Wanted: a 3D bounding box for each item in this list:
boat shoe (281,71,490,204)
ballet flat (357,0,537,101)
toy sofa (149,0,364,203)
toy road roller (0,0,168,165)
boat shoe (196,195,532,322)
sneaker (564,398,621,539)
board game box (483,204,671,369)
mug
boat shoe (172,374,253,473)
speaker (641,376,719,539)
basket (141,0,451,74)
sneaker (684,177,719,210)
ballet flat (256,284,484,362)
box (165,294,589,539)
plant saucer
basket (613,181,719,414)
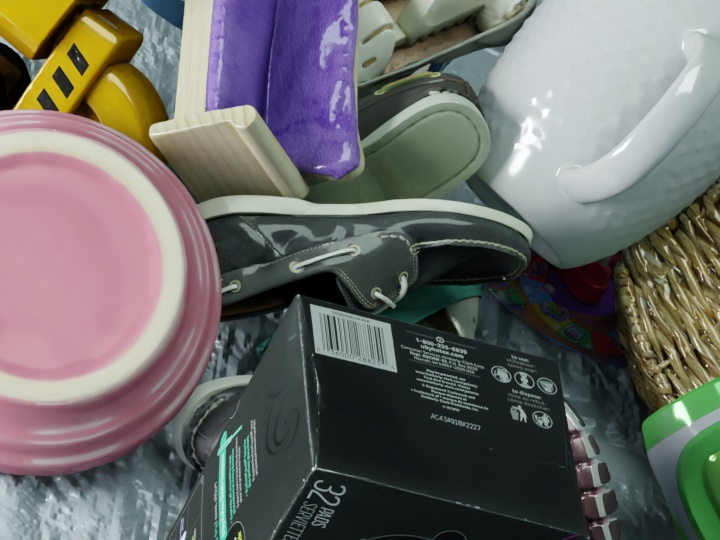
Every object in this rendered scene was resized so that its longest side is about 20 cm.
[{"bbox_3d":[-0.019,-0.048,1.709,0.072,0.200,0.061,59,10,-27],"label":"boat shoe"},{"bbox_3d":[0.019,-0.144,1.732,0.199,0.064,0.068,-23,71,-24],"label":"ballet flat"},{"bbox_3d":[-0.053,-0.141,1.666,0.097,0.083,0.201,-9,57,19],"label":"toy sofa"},{"bbox_3d":[-0.153,-0.119,1.669,0.146,0.200,0.123,36,6,-1],"label":"toy road roller"},{"bbox_3d":[0.000,0.000,1.653,0.199,0.072,0.068,0,63,-14],"label":"boat shoe"},{"bbox_3d":[0.082,0.153,1.555,0.115,0.076,0.201,-22,88,-48],"label":"sneaker"},{"bbox_3d":[0.156,-0.022,1.882,0.157,0.039,0.200,26,38,-5],"label":"board game box"},{"bbox_3d":[0.152,-0.092,1.714,0.148,0.175,0.200,45,-4,-12],"label":"mug"},{"bbox_3d":[-0.001,0.080,1.614,0.199,0.074,0.060,-4,16,-26],"label":"boat shoe"},{"bbox_3d":[0.233,0.157,1.656,0.088,0.088,0.201,-17,75,-44],"label":"speaker"},{"bbox_3d":[-0.027,-0.156,1.833,0.176,0.139,0.200,36,35,8],"label":"basket"},{"bbox_3d":[0.219,-0.074,1.896,0.200,0.085,0.078,13,34,-56],"label":"sneaker"},{"bbox_3d":[0.023,0.039,1.716,0.200,0.067,0.071,-28,79,-44],"label":"ballet flat"},{"bbox_3d":[0.000,0.137,1.470,0.148,0.200,0.125,15,38,-18],"label":"box"},{"bbox_3d":[-0.168,0.005,1.561,0.199,0.051,0.202,4,70,-12],"label":"plant saucer"},{"bbox_3d":[0.241,0.065,1.797,0.142,0.149,0.200,-33,73,-6],"label":"basket"}]
